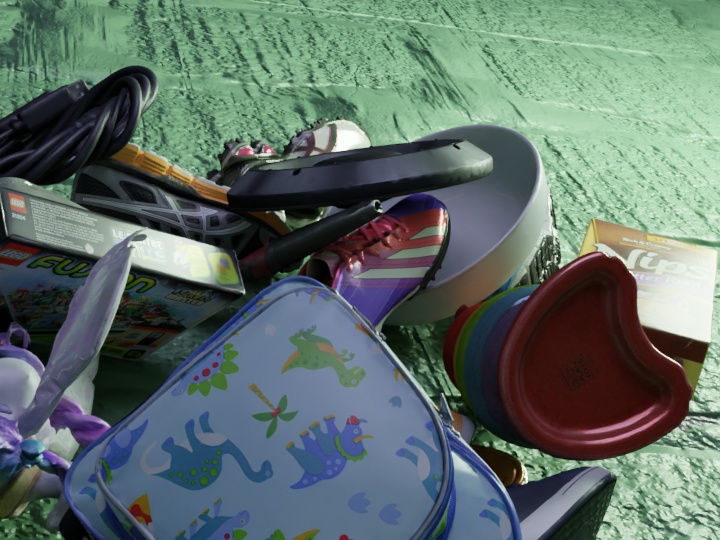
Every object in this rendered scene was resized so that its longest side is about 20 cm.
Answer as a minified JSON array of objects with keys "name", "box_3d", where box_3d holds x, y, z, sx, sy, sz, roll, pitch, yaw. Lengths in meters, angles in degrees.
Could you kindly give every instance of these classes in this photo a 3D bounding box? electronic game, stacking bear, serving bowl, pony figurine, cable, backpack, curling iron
[{"name":"electronic game","box_3d":[-0.001,-0.067,1.090,0.199,0.042,0.200,-8,8,1]},{"name":"stacking bear","box_3d":[0.113,0.059,0.976,0.113,0.122,0.200,-31,8,-11]},{"name":"serving bowl","box_3d":[0.062,-0.026,1.157,0.199,0.066,0.201,-21,36,16]},{"name":"pony figurine","box_3d":[-0.198,0.077,0.828,0.199,0.167,0.194,11,56,-10]},{"name":"cable","box_3d":[-0.232,-0.079,1.042,0.200,0.051,0.163,-36,24,-25]},{"name":"backpack","box_3d":[-0.024,0.123,0.704,0.183,0.147,0.200,-40,75,-15]},{"name":"curling iron","box_3d":[-0.061,-0.014,1.044,0.026,0.200,0.050,55,42,-10]}]

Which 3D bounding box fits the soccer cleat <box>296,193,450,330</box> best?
[{"name":"soccer cleat","box_3d":[0.000,0.000,1.044,0.068,0.073,0.200,1,42,42]}]

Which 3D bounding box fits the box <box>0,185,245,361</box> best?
[{"name":"box","box_3d":[-0.180,0.007,0.924,0.200,0.110,0.035,16,51,-50]}]

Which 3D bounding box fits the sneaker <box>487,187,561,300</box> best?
[{"name":"sneaker","box_3d":[0.118,-0.001,1.220,0.089,0.079,0.200,-7,23,13]}]

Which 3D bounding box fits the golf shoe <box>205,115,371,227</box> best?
[{"name":"golf shoe","box_3d":[-0.049,-0.077,1.306,0.088,0.077,0.200,46,39,19]}]

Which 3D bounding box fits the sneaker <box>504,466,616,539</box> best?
[{"name":"sneaker","box_3d":[0.052,0.137,0.861,0.146,0.077,0.202,30,31,29]}]

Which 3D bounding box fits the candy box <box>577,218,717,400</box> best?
[{"name":"candy box","box_3d":[0.228,0.026,1.204,0.116,0.057,0.200,15,23,9]}]

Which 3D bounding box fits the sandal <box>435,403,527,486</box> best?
[{"name":"sandal","box_3d":[0.010,0.108,0.925,0.205,0.060,0.079,9,25,-7]}]

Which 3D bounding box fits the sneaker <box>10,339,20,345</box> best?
[{"name":"sneaker","box_3d":[-0.248,0.021,0.986,0.080,0.071,0.201,11,24,-7]}]

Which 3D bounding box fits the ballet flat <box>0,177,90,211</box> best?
[{"name":"ballet flat","box_3d":[-0.190,-0.018,1.005,0.064,0.067,0.200,43,5,27]}]

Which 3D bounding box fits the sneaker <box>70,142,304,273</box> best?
[{"name":"sneaker","box_3d":[-0.139,-0.036,1.162,0.199,0.078,0.078,23,-10,-15]}]
